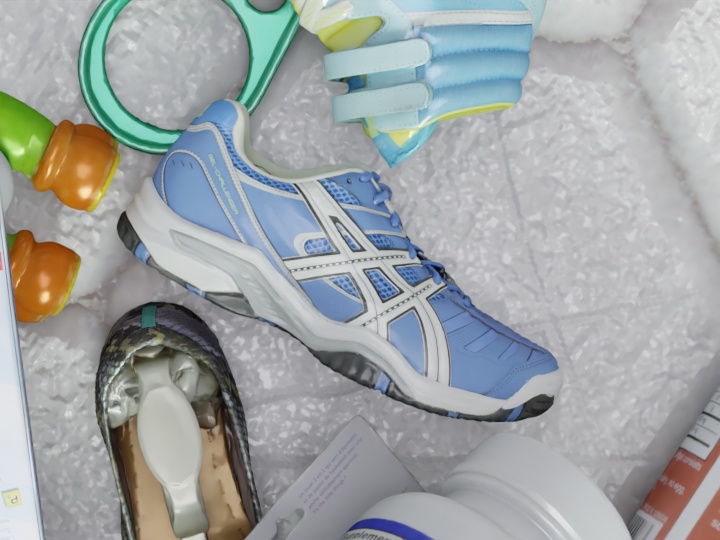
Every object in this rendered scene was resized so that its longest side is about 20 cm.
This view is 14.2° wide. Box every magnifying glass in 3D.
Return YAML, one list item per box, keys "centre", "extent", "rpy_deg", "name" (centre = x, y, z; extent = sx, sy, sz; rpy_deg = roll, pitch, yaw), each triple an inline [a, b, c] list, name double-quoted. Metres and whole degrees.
- centre: [-0.034, -0.125, 1.235]
  extent: [0.200, 0.022, 0.080]
  rpy_deg: [-37, 93, -3]
  name: "magnifying glass"

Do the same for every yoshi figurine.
- centre: [-0.208, -0.053, 1.203]
  extent: [0.199, 0.112, 0.113]
  rpy_deg: [22, 45, -17]
  name: "yoshi figurine"

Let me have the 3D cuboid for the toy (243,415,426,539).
- centre: [0.015, 0.174, 1.218]
  extent: [0.200, 0.047, 0.115]
  rpy_deg: [50, 64, -15]
  name: "toy"

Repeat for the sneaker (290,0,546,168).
- centre: [-0.016, -0.114, 1.189]
  extent: [0.199, 0.080, 0.131]
  rpy_deg: [10, 90, -3]
  name: "sneaker"

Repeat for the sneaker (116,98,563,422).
- centre: [0.000, 0.000, 1.209]
  extent: [0.199, 0.076, 0.077]
  rpy_deg: [27, 97, -6]
  name: "sneaker"

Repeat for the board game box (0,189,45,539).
- centre: [-0.223, 0.077, 1.103]
  extent: [0.199, 0.041, 0.201]
  rpy_deg: [-7, 83, -5]
  name: "board game box"

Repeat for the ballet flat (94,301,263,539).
- centre: [-0.071, 0.113, 1.213]
  extent: [0.072, 0.072, 0.202]
  rpy_deg: [-14, 92, -3]
  name: "ballet flat"

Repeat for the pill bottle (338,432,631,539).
- centre: [0.017, 0.159, 1.128]
  extent: [0.112, 0.112, 0.200]
  rpy_deg: [47, 62, -3]
  name: "pill bottle"

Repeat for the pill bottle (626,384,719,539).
- centre: [0.192, 0.087, 1.207]
  extent: [0.112, 0.112, 0.201]
  rpy_deg: [34, 89, -4]
  name: "pill bottle"
